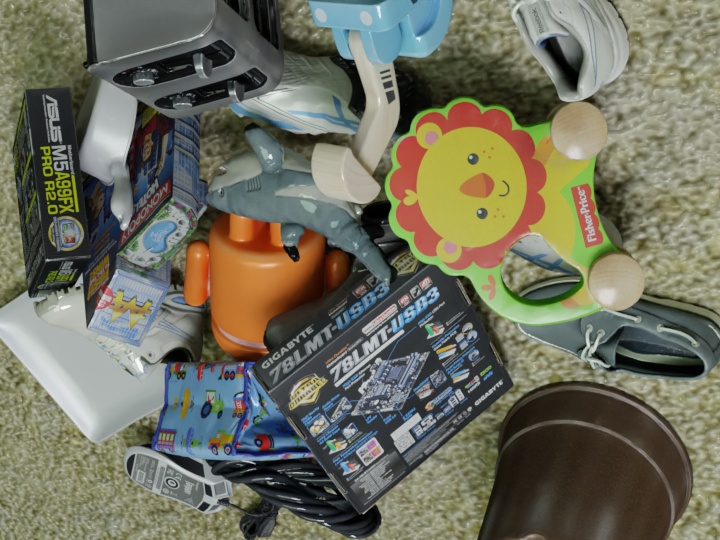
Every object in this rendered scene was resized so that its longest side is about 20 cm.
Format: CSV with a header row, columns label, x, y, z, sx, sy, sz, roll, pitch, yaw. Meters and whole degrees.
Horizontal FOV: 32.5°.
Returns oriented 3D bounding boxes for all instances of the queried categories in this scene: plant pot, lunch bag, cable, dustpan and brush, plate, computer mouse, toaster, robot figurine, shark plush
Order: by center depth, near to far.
label,x,y,z,sx,sy,sz,roll,pitch,yaw
toaster,-0.145,-0.238,1.000,0.117,0.181,0.203,-7,82,12
shark plush,-0.045,-0.046,1.095,0.199,0.091,0.084,35,92,11
plant pot,0.197,0.244,1.162,0.198,0.199,0.203,13,125,19
dustpan and brush,-0.237,-0.117,1.169,0.057,0.202,0.140,17,132,-20
robot figurine,-0.089,0.012,1.206,0.117,0.142,0.202,45,142,45
lunch bag,-0.086,0.158,1.260,0.199,0.095,0.150,19,164,-38
cable,-0.067,0.229,1.320,0.198,0.163,0.051,22,85,24
plate,-0.308,0.089,1.417,0.199,0.032,0.200,-30,105,37
computer mouse,-0.183,0.247,1.454,0.198,0.044,0.110,25,133,3

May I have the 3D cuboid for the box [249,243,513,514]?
label,x,y,z,sx,sy,sz,roll,pitch,yaw
box,0.026,0.098,1.134,0.050,0.199,0.199,43,169,50

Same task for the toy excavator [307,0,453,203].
label,x,y,z,sx,sy,sz,roll,pitch,yaw
toy excavator,0.017,-0.181,0.986,0.099,0.194,0.202,12,134,39

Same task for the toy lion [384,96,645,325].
label,x,y,z,sx,sy,sz,roll,pitch,yaw
toy lion,0.120,-0.049,1.021,0.189,0.069,0.203,-16,98,8

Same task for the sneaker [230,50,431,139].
label,x,y,z,sx,sy,sz,roll,pitch,yaw
sneaker,-0.028,-0.151,1.099,0.197,0.072,0.073,15,150,14

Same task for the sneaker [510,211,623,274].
label,x,y,z,sx,sy,sz,roll,pitch,yaw
sneaker,0.134,-0.052,1.076,0.198,0.072,0.073,27,100,10

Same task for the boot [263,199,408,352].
label,x,y,z,sx,sy,sz,roll,pitch,yaw
boot,0.000,0.000,1.130,0.070,0.198,0.133,44,141,42

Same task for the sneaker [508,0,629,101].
label,x,y,z,sx,sy,sz,roll,pitch,yaw
sneaker,0.143,-0.223,0.959,0.074,0.087,0.201,-25,106,37

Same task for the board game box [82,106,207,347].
label,x,y,z,sx,sy,sz,roll,pitch,yaw
board game box,-0.206,-0.043,1.174,0.061,0.202,0.200,21,137,-32

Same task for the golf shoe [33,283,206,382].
label,x,y,z,sx,sy,sz,roll,pitch,yaw
golf shoe,-0.237,0.063,1.259,0.078,0.198,0.099,-25,67,42

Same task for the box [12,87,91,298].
label,x,y,z,sx,sy,sz,roll,pitch,yaw
box,-0.302,-0.069,1.196,0.200,0.044,0.163,149,114,-68

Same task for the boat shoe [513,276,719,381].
label,x,y,z,sx,sy,sz,roll,pitch,yaw
boat shoe,0.227,0.057,1.113,0.197,0.062,0.074,10,124,21
